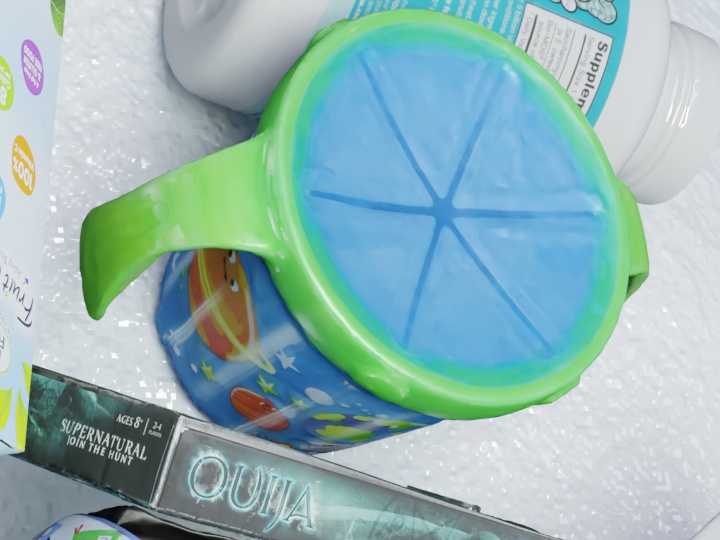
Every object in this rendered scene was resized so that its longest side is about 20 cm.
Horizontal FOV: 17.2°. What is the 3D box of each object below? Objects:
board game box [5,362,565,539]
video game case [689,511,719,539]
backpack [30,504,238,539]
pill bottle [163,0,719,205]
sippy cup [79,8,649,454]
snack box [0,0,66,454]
[{"bbox_3d":[-0.025,0.067,0.723,0.200,0.135,0.028,22,84,-42],"label":"board game box"},{"bbox_3d":[0.099,0.170,0.778,0.023,0.183,0.200,25,43,32],"label":"video game case"},{"bbox_3d":[-0.060,0.167,0.667,0.154,0.200,0.191,-29,83,-24],"label":"backpack"},{"bbox_3d":[0.036,-0.087,0.874,0.199,0.111,0.111,19,60,-25],"label":"pill bottle"},{"bbox_3d":[0.000,0.000,0.799,0.178,0.130,0.140,37,55,-14],"label":"sippy cup"},{"bbox_3d":[-0.176,-0.042,0.687,0.068,0.168,0.201,54,34,-58],"label":"snack box"}]
